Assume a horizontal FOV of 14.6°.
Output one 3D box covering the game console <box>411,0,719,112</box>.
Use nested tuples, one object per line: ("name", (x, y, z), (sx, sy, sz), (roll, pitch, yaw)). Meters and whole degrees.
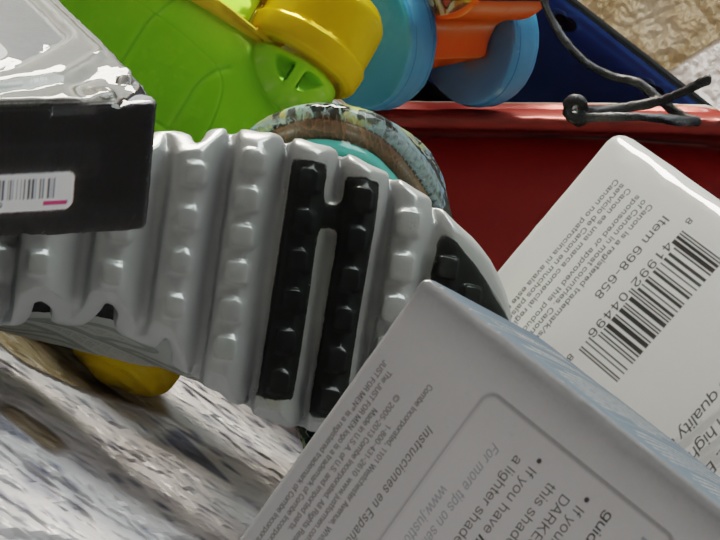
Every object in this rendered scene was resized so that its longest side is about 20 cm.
("game console", (0.061, -0.108, 1.115), (0.200, 0.118, 0.171), (36, 35, -24))

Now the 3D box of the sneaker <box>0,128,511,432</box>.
("sneaker", (-0.056, -0.004, 0.762), (0.199, 0.075, 0.081), (16, -6, -10))

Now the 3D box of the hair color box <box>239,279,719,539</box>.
("hair color box", (0.066, 0.100, 0.619), (0.200, 0.099, 0.061), (39, 6, 32))

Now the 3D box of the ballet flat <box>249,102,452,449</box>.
("ballet flat", (0.000, 0.000, 0.850), (0.074, 0.074, 0.200), (38, -26, 29))

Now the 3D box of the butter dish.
("butter dish", (0.066, 0.029, 1.030), (0.199, 0.148, 0.200), (1, -17, 8))

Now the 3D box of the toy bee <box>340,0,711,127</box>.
("toy bee", (0.033, -0.106, 0.939), (0.199, 0.109, 0.131), (4, 6, 25))

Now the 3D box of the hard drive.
("hard drive", (-0.147, -0.058, 0.681), (0.139, 0.038, 0.200), (-3, 23, -24))

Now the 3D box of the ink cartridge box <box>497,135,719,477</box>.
("ink cartridge box", (0.095, 0.074, 0.745), (0.084, 0.144, 0.200), (39, 2, -36))

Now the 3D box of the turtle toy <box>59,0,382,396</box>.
("turtle toy", (-0.097, -0.056, 0.877), (0.200, 0.146, 0.101), (34, -14, -8))
